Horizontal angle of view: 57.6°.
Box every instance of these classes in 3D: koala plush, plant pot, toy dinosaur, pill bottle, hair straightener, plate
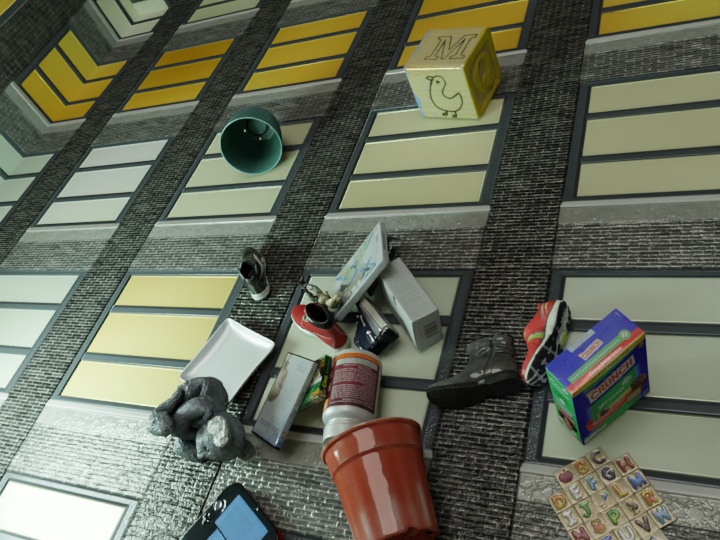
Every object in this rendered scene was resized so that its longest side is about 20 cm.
[{"bbox_3d":[-0.324,0.344,1.436,0.199,0.178,0.184,23,65,37],"label":"koala plush"},{"bbox_3d":[0.045,0.405,1.193,0.199,0.201,0.196,-23,53,7],"label":"plant pot"},{"bbox_3d":[-0.347,-0.442,2.145,0.199,0.201,0.162,-16,35,14],"label":"plant pot"},{"bbox_3d":[-0.113,0.056,1.595,0.048,0.088,0.200,-53,24,-12],"label":"toy dinosaur"},{"bbox_3d":[-0.019,0.277,1.381,0.113,0.114,0.201,-9,47,21],"label":"pill bottle"},{"bbox_3d":[0.063,-0.016,1.661,0.076,0.041,0.201,10,52,33],"label":"hair straightener"},{"bbox_3d":[-0.331,0.232,1.643,0.199,0.032,0.200,21,64,38],"label":"plate"}]

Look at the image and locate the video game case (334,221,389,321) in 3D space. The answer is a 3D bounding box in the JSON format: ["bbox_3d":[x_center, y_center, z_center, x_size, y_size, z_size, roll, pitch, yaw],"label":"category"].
[{"bbox_3d":[0.000,0.000,1.582,0.200,0.022,0.183,-52,20,25],"label":"video game case"}]

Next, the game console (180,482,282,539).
[{"bbox_3d":[-0.263,0.549,1.326,0.177,0.031,0.200,-44,45,-14],"label":"game console"}]

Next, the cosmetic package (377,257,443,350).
[{"bbox_3d":[0.109,0.073,1.500,0.074,0.102,0.200,-25,42,-11],"label":"cosmetic package"}]

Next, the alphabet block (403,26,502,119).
[{"bbox_3d":[0.279,-0.585,1.941,0.199,0.196,0.197,11,59,36],"label":"alphabet block"}]

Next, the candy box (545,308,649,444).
[{"bbox_3d":[0.425,0.193,1.163,0.169,0.201,0.077,-37,44,-7],"label":"candy box"}]

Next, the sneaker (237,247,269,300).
[{"bbox_3d":[-0.300,-0.012,1.802,0.066,0.091,0.201,-26,44,3],"label":"sneaker"}]

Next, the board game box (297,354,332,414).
[{"bbox_3d":[-0.136,0.268,1.451,0.200,0.023,0.105,-36,36,39],"label":"board game box"}]

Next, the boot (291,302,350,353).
[{"bbox_3d":[-0.118,0.104,1.566,0.072,0.145,0.199,-47,45,-15],"label":"boot"}]

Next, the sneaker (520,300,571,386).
[{"bbox_3d":[0.367,0.149,1.340,0.085,0.077,0.201,-6,45,50],"label":"sneaker"}]

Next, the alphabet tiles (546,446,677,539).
[{"bbox_3d":[0.423,0.404,1.114,0.166,0.006,0.201,-29,44,2],"label":"alphabet tiles"}]

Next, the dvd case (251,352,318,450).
[{"bbox_3d":[-0.169,0.283,1.448,0.142,0.017,0.201,4,67,60],"label":"dvd case"}]

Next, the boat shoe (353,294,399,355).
[{"bbox_3d":[0.009,0.126,1.536,0.093,0.075,0.200,-48,33,6],"label":"boat shoe"}]

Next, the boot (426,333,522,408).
[{"bbox_3d":[0.231,0.206,1.361,0.198,0.070,0.132,-12,40,8],"label":"boot"}]
